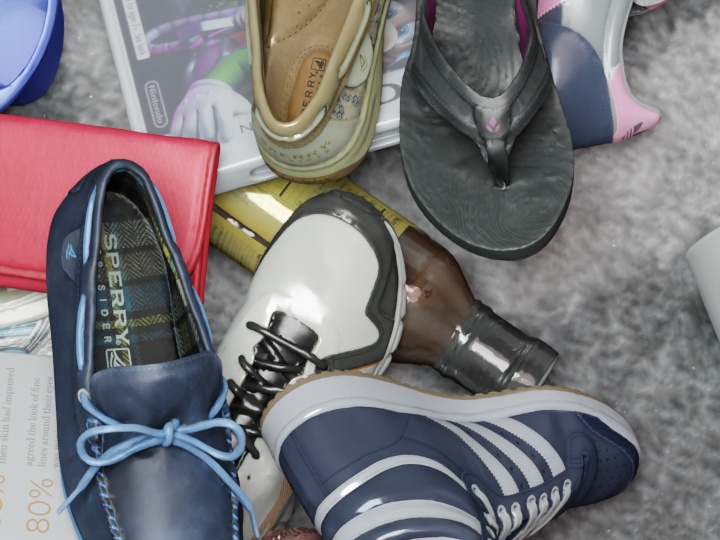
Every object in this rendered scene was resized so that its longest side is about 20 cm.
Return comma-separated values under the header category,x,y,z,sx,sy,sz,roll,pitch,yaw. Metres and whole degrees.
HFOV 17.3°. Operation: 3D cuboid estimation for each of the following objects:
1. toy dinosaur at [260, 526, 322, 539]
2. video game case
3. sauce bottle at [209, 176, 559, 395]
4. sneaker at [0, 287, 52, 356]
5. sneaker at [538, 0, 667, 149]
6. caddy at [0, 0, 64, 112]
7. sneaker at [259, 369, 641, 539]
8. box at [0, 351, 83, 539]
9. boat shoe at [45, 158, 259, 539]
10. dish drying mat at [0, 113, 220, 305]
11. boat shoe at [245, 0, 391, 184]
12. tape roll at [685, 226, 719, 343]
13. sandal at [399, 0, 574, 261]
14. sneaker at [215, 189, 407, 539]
category,x,y,z,sx,sy,sz,roll,pitch,yaw
toy dinosaur,-0.015,0.147,1.040,0.086,0.200,0.136,24,84,28
video game case,-0.032,-0.136,1.109,0.181,0.023,0.201,-15,59,-2
sauce bottle,0.000,0.000,1.106,0.200,0.065,0.065,36,84,5
sneaker,-0.168,0.046,1.097,0.199,0.078,0.087,-23,92,1
sneaker,0.107,-0.156,1.130,0.081,0.070,0.202,3,88,-5
caddy,-0.218,-0.151,1.109,0.141,0.105,0.201,-21,82,-3
sneaker,0.056,0.107,1.032,0.199,0.070,0.109,8,38,-35
box,-0.202,0.121,1.023,0.199,0.107,0.153,6,52,-7
boat shoe,-0.094,0.051,0.969,0.084,0.069,0.201,-14,74,-23
dish drying mat,-0.163,-0.031,1.052,0.199,0.018,0.077,8,95,10
boat shoe,-0.015,-0.141,1.042,0.073,0.063,0.201,-1,73,9
tape roll,0.258,0.018,1.030,0.202,0.203,0.140,-21,82,-2
sandal,0.050,-0.099,1.037,0.075,0.048,0.202,-6,64,6
sneaker,-0.039,0.060,1.056,0.073,0.080,0.201,26,106,10
